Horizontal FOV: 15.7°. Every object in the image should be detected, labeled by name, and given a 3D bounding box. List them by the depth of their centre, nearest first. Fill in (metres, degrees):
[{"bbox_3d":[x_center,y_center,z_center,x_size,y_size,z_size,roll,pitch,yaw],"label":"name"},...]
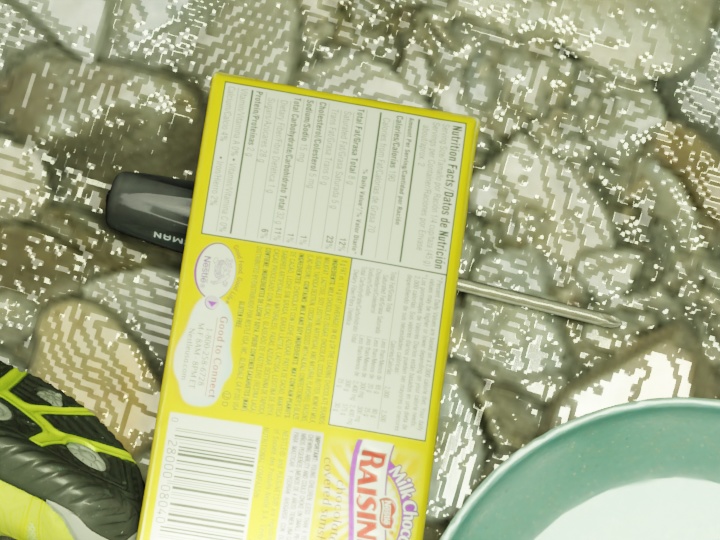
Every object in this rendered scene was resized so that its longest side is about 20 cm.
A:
[{"bbox_3d":[0.115,0.147,0.933,0.198,0.036,0.202,-1,80,3],"label":"plant saucer"},{"bbox_3d":[-0.020,0.033,0.939,0.101,0.026,0.202,11,74,-7],"label":"candy box"},{"bbox_3d":[-0.171,0.067,0.956,0.199,0.075,0.077,22,102,10],"label":"sneaker"},{"bbox_3d":[0.000,0.000,0.977,0.198,0.028,0.029,18,111,0],"label":"screwdriver"}]
